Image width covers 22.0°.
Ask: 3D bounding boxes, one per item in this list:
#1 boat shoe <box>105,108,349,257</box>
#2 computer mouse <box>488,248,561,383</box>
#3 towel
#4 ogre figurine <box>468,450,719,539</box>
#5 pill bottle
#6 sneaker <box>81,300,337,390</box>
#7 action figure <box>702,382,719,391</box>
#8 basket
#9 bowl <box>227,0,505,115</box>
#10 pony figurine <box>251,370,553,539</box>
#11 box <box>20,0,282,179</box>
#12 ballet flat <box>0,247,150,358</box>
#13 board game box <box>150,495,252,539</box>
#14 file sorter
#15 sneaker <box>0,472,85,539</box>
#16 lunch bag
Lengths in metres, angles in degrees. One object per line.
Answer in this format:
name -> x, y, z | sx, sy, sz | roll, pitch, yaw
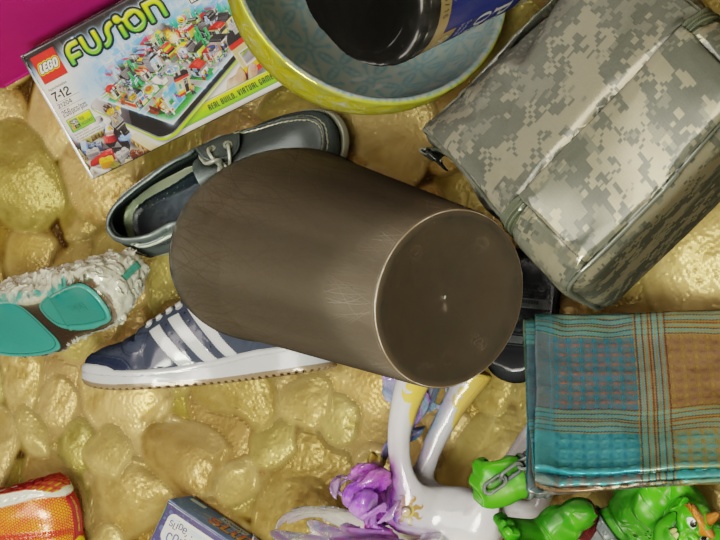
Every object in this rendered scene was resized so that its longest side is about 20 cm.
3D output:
boat shoe -> -0.100, -0.062, 1.360 | 0.200, 0.062, 0.073 | -23, 78, 24
computer mouse -> 0.116, -0.022, 1.271 | 0.059, 0.034, 0.200 | 8, 85, 13
towel -> 0.200, 0.075, 1.144 | 0.200, 0.022, 0.147 | -3, 42, 6
ogre figurine -> 0.166, 0.168, 1.181 | 0.120, 0.098, 0.200 | -38, 92, 1
pill bottle -> 0.065, -0.213, 1.184 | 0.112, 0.200, 0.112 | 27, 132, 35
sneaker -> -0.116, 0.029, 1.360 | 0.200, 0.070, 0.109 | -7, 90, 20
action figure -> 0.259, 0.125, 1.159 | 0.055, 0.118, 0.200 | -45, 59, 1
basket -> 0.000, 0.000, 1.201 | 0.200, 0.180, 0.136 | 18, 111, 56
bowl -> -0.009, -0.189, 1.280 | 0.200, 0.200, 0.108 | 71, 158, 11
pony figurine -> 0.039, 0.162, 1.241 | 0.193, 0.167, 0.200 | 17, 100, 7
box -> -0.144, -0.157, 1.377 | 0.200, 0.035, 0.110 | -24, 104, 25
ballet flat -> -0.227, 0.023, 1.418 | 0.200, 0.072, 0.072 | -12, 83, 47
board game box -> -0.084, 0.273, 1.357 | 0.200, 0.034, 0.135 | 30, 102, 23
file sorter -> -0.255, -0.243, 1.402 | 0.200, 0.139, 0.126 | -24, 77, 24
sneaker -> -0.306, 0.212, 1.454 | 0.200, 0.073, 0.077 | -11, 93, 29
lunch bag -> 0.155, -0.100, 1.180 | 0.200, 0.139, 0.168 | -47, 72, 8
